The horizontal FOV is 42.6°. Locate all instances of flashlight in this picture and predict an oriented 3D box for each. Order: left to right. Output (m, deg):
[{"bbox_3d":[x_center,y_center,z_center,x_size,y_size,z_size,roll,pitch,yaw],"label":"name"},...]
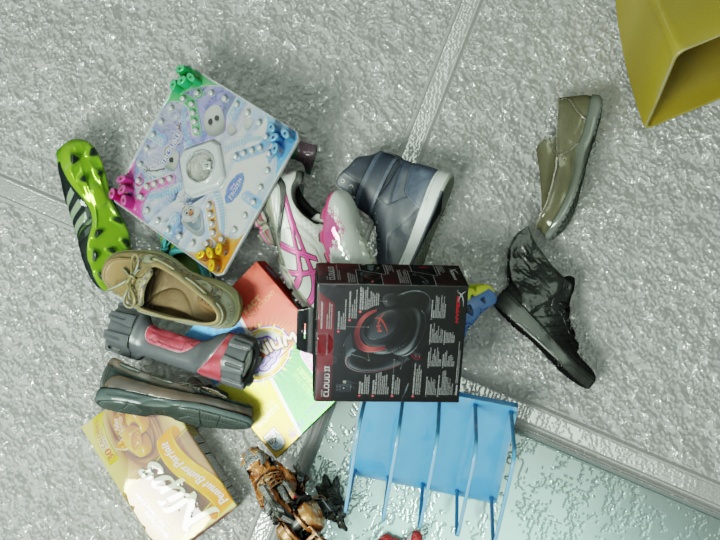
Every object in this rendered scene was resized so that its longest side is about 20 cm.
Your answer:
[{"bbox_3d":[-0.224,0.090,1.163,0.196,0.069,0.068,18,42,13],"label":"flashlight"}]

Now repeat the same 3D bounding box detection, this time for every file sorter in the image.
[{"bbox_3d":[0.084,0.233,1.124,0.196,0.123,0.142,10,111,3],"label":"file sorter"}]

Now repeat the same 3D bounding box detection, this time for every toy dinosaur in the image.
[{"bbox_3d":[-0.077,0.307,1.129,0.100,0.136,0.203,-21,73,8],"label":"toy dinosaur"}]

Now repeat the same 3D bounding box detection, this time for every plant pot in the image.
[{"bbox_3d":[0.429,-0.333,1.173,0.197,0.200,0.179,-22,72,-1],"label":"plant pot"}]

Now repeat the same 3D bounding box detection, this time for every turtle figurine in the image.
[{"bbox_3d":[-0.161,-0.154,1.216,0.196,0.101,0.152,20,84,-2],"label":"turtle figurine"}]

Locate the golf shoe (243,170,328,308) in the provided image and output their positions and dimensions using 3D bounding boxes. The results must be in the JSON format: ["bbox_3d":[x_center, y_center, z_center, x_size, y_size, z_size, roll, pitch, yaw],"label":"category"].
[{"bbox_3d":[-0.067,-0.029,1.175,0.091,0.073,0.202,-24,111,12],"label":"golf shoe"}]

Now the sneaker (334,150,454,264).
[{"bbox_3d":[0.021,-0.055,1.209,0.144,0.077,0.206,23,93,13],"label":"sneaker"}]

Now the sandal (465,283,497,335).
[{"bbox_3d":[0.098,0.093,1.191,0.199,0.079,0.088,-38,89,5],"label":"sandal"}]

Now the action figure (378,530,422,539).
[{"bbox_3d":[0.002,0.397,1.147,0.199,0.099,0.065,-41,85,-5],"label":"action figure"}]

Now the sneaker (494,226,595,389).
[{"bbox_3d":[0.250,0.049,1.193,0.199,0.060,0.104,43,86,6],"label":"sneaker"}]

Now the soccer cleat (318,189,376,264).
[{"bbox_3d":[0.000,0.000,1.152,0.085,0.070,0.204,6,109,29],"label":"soccer cleat"}]

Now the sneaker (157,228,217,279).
[{"bbox_3d":[-0.232,-0.040,1.210,0.076,0.080,0.204,-19,83,0],"label":"sneaker"}]

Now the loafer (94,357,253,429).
[{"bbox_3d":[-0.226,0.151,1.149,0.196,0.072,0.064,11,63,-9],"label":"loafer"}]

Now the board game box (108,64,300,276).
[{"bbox_3d":[-0.201,-0.129,1.154,0.198,0.026,0.202,33,95,21],"label":"board game box"}]

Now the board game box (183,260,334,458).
[{"bbox_3d":[-0.116,0.114,1.195,0.153,0.040,0.200,-44,83,8],"label":"board game box"}]

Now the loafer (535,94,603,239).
[{"bbox_3d":[0.262,-0.139,1.215,0.068,0.075,0.204,16,80,15],"label":"loafer"}]

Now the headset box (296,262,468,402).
[{"bbox_3d":[0.022,0.073,1.096,0.195,0.075,0.152,0,109,-5],"label":"headset box"}]

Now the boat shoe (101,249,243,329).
[{"bbox_3d":[-0.241,0.022,1.139,0.196,0.063,0.075,14,99,17],"label":"boat shoe"}]

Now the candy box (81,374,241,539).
[{"bbox_3d":[-0.255,0.250,1.189,0.115,0.055,0.202,-34,84,-3],"label":"candy box"}]

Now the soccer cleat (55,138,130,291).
[{"bbox_3d":[-0.356,-0.073,1.229,0.067,0.080,0.204,-19,103,-33],"label":"soccer cleat"}]
